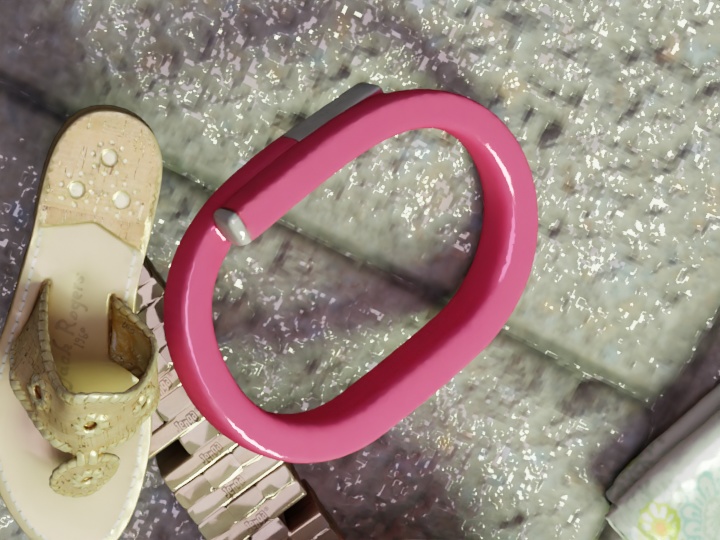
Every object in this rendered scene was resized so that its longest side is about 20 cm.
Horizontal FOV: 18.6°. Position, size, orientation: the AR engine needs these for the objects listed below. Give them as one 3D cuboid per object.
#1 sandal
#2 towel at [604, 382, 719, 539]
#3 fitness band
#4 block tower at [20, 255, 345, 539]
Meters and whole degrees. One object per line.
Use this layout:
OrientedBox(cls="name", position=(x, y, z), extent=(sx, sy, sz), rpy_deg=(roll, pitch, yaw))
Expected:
OrientedBox(cls="sandal", position=(-0.124, 0.036, 0.970), extent=(0.077, 0.070, 0.213), rpy_deg=(6, 101, -10))
OrientedBox(cls="towel", position=(0.243, 0.117, 1.117), extent=(0.200, 0.048, 0.171), rpy_deg=(-41, 106, 1))
OrientedBox(cls="fitness band", position=(0.000, 0.000, 1.020), extent=(0.200, 0.037, 0.144), rpy_deg=(-38, 117, -22))
OrientedBox(cls="block tower", position=(-0.082, 0.068, 1.048), extent=(0.058, 0.054, 0.200), rpy_deg=(-36, 106, -1))
